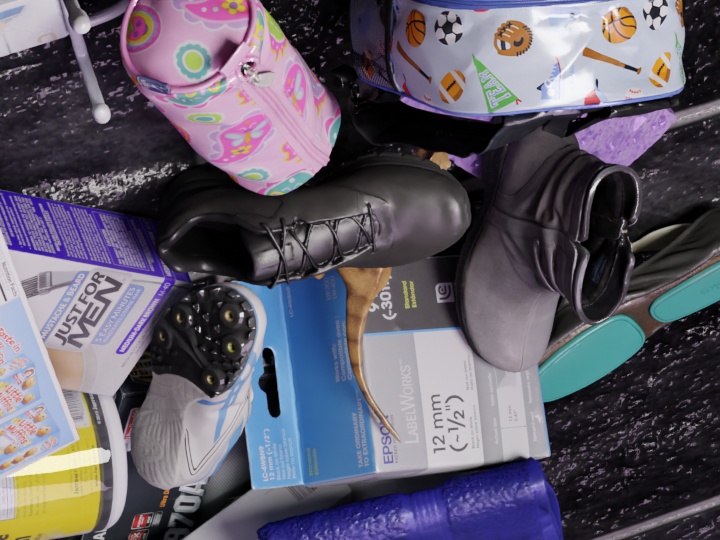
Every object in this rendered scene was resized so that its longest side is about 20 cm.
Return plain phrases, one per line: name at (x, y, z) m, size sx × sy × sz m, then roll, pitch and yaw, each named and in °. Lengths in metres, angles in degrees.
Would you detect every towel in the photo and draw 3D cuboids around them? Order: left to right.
towel at (0.038, 0.183, 1.754) m, size 0.200 × 0.050 × 0.148 m, roll -14°, pitch 148°, yaw 3°

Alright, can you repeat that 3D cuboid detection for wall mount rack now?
wall mount rack at (-0.208, -0.114, 1.404) m, size 0.200 × 0.075 × 0.174 m, roll -18°, pitch 164°, yaw -5°

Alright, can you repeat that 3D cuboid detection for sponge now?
sponge at (0.108, -0.105, 1.665) m, size 0.112 × 0.030 × 0.200 m, roll -42°, pitch 139°, yaw 19°

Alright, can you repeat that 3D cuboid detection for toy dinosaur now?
toy dinosaur at (0.000, 0.000, 1.648) m, size 0.060 × 0.106 × 0.200 m, roll -3°, pitch 118°, yaw -37°

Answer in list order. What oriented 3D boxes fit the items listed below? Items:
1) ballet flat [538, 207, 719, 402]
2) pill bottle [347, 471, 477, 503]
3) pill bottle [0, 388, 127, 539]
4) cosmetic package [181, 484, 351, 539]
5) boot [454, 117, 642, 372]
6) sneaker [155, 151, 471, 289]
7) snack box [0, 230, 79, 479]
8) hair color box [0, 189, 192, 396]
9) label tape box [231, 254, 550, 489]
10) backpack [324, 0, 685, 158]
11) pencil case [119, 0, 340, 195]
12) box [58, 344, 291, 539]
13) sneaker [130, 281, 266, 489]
ballet flat at (0.193, 0.020, 1.829) m, size 0.200 × 0.068 × 0.068 m, roll -30°, pitch 141°, yaw 6°
pill bottle at (0.035, 0.154, 1.862) m, size 0.112 × 0.112 × 0.200 m, roll -19°, pitch 142°, yaw -8°
pill bottle at (-0.260, 0.128, 1.662) m, size 0.200 × 0.112 × 0.112 m, roll -8°, pitch 139°, yaw -22°
cosmetic package at (-0.096, 0.231, 1.822) m, size 0.200 × 0.052 × 0.151 m, roll -35°, pitch 156°, yaw -20°
boot at (0.120, 0.003, 1.630) m, size 0.070 × 0.132 × 0.200 m, roll -12°, pitch 124°, yaw -20°
sneaker at (-0.032, -0.022, 1.575) m, size 0.200 × 0.091 × 0.076 m, roll -6°, pitch 112°, yaw 12°
snack box at (-0.228, 0.047, 1.538) m, size 0.072 × 0.024 × 0.200 m, roll -27°, pitch 135°, yaw -13°
hair color box at (-0.218, 0.011, 1.588) m, size 0.200 × 0.065 × 0.109 m, roll 12°, pitch 128°, yaw -37°
label tape box at (0.020, 0.067, 1.719) m, size 0.200 × 0.143 × 0.066 m, roll -3°, pitch 172°, yaw -29°
backpack at (0.098, -0.149, 1.470) m, size 0.200 × 0.190 × 0.154 m, roll -14°, pitch 115°, yaw -17°
pencil case at (-0.072, -0.108, 1.477) m, size 0.087 × 0.087 × 0.200 m, roll -29°, pitch 160°, yaw 4°
box at (-0.118, 0.125, 1.793) m, size 0.159 × 0.046 × 0.200 m, roll -5°, pitch 139°, yaw -25°
sneaker at (-0.096, 0.067, 1.640) m, size 0.072 × 0.072 × 0.200 m, roll -29°, pitch 159°, yaw -35°
